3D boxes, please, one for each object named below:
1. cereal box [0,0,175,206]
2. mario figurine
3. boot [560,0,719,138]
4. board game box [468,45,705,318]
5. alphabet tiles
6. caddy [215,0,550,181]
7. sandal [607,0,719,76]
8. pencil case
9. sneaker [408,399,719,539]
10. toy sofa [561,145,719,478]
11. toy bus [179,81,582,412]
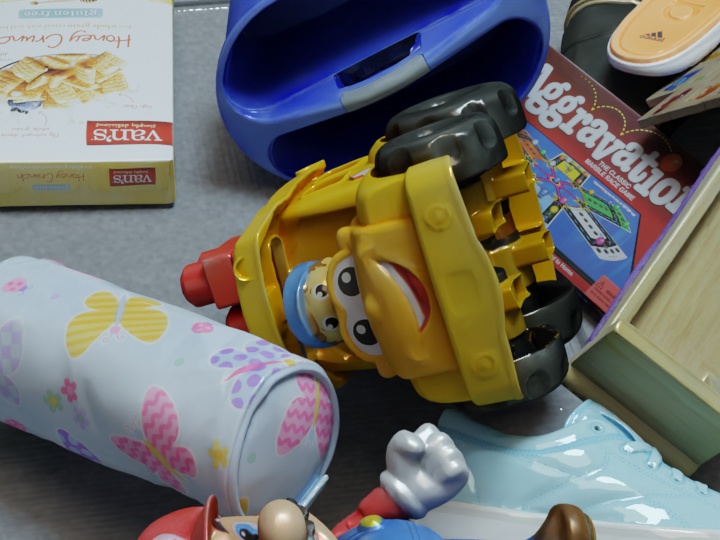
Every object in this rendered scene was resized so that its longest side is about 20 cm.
[{"bbox_3d":[-0.186,-0.116,1.110,0.143,0.040,0.200,-2,42,-6],"label":"cereal box"},{"bbox_3d":[0.006,0.123,0.739,0.199,0.106,0.123,4,6,-11],"label":"mario figurine"},{"bbox_3d":[0.217,-0.112,1.117,0.199,0.078,0.139,2,44,19],"label":"boot"},{"bbox_3d":[0.126,-0.054,1.044,0.103,0.019,0.200,-40,53,-7],"label":"board game box"},{"bbox_3d":[0.251,-0.140,1.009,0.200,0.008,0.167,-36,10,-22],"label":"alphabet tiles"},{"bbox_3d":[0.011,-0.131,1.043,0.200,0.142,0.105,-26,34,14],"label":"caddy"},{"bbox_3d":[0.220,-0.193,1.101,0.079,0.059,0.207,18,48,32],"label":"sandal"},{"bbox_3d":[-0.107,0.058,0.856,0.200,0.091,0.083,16,39,33],"label":"pencil case"},{"bbox_3d":[0.124,0.101,0.841,0.199,0.074,0.082,7,76,4],"label":"sneaker"},{"bbox_3d":[0.182,0.005,0.912,0.083,0.098,0.200,39,61,-1],"label":"toy sofa"},{"bbox_3d":[0.000,0.000,0.884,0.191,0.136,0.200,-14,11,13],"label":"toy bus"}]
